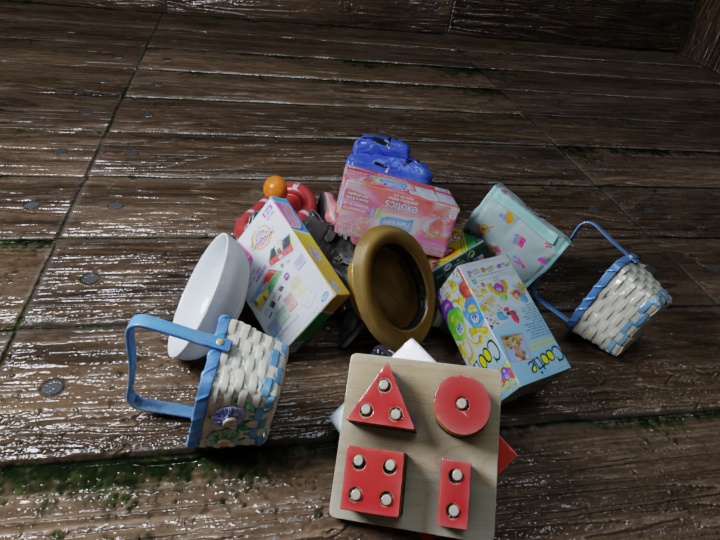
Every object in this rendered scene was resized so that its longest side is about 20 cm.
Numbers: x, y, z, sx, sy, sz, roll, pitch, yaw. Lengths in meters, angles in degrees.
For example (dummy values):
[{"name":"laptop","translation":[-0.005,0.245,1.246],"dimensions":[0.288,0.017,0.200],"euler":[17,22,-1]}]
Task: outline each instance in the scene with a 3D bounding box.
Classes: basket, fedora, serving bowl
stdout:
[{"name":"basket","translation":[-0.201,0.140,0.713],"dimensions":[0.196,0.178,0.140],"euler":[16,43,-5]},{"name":"basket","translation":[0.424,0.038,0.987],"dimensions":[0.200,0.178,0.138],"euler":[45,34,22]},{"name":"fedora","translation":[0.037,0.031,0.871],"dimensions":[0.081,0.203,0.200],"euler":[-11,18,44]},{"name":"serving bowl","translation":[-0.224,0.048,0.853],"dimensions":[0.065,0.201,0.202],"euler":[26,29,-25]}]

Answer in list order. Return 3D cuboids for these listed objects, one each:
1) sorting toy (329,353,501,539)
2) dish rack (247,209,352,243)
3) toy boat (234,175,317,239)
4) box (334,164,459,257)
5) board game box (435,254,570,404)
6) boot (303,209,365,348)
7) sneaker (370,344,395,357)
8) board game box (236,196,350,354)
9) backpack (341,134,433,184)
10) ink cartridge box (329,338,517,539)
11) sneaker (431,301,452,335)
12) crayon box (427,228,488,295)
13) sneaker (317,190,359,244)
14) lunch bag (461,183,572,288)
[{"name":"sorting toy","translation":[0.068,0.205,0.669],"dimensions":[0.196,0.070,0.202],"euler":[5,70,11]},{"name":"dish rack","translation":[-0.115,-0.023,0.994],"dimensions":[0.196,0.055,0.156],"euler":[10,81,-5]},{"name":"toy boat","translation":[-0.168,-0.129,1.121],"dimensions":[0.128,0.133,0.201],"euler":[16,37,16]},{"name":"box","translation":[0.059,-0.103,0.955],"dimensions":[0.196,0.096,0.103],"euler":[12,24,-9]},{"name":"board game box","translation":[0.215,0.094,0.867],"dimensions":[0.103,0.103,0.202],"euler":[-11,63,-25]},{"name":"boot","translation":[-0.056,0.013,0.933],"dimensions":[0.172,0.069,0.203],"euler":[25,61,-9]},{"name":"sneaker","translation":[0.088,0.188,0.824],"dimensions":[0.082,0.072,0.200],"euler":[6,29,-46]},{"name":"board game box","translation":[-0.124,0.009,0.882],"dimensions":[0.040,0.153,0.201],"euler":[0,51,-56]},{"name":"backpack","translation":[0.064,-0.203,1.220],"dimensions":[0.196,0.171,0.163],"euler":[13,19,0]},{"name":"ink cartridge box","translation":[0.075,0.212,0.720],"dimensions":[0.162,0.057,0.200],"euler":[-42,48,-5]},{"name":"sneaker","translation":[0.178,0.056,1.009],"dimensions":[0.089,0.068,0.201],"euler":[27,32,-1]},{"name":"crayon box","translation":[0.132,-0.030,1.034],"dimensions":[0.126,0.051,0.200],"euler":[-30,24,-12]},{"name":"sneaker","translation":[-0.042,-0.094,1.170],"dimensions":[0.085,0.074,0.202],"euler":[6,38,-26]},{"name":"lunch bag","translation":[0.277,-0.061,1.008],"dimensions":[0.170,0.200,0.122],"euler":[41,73,9]}]
